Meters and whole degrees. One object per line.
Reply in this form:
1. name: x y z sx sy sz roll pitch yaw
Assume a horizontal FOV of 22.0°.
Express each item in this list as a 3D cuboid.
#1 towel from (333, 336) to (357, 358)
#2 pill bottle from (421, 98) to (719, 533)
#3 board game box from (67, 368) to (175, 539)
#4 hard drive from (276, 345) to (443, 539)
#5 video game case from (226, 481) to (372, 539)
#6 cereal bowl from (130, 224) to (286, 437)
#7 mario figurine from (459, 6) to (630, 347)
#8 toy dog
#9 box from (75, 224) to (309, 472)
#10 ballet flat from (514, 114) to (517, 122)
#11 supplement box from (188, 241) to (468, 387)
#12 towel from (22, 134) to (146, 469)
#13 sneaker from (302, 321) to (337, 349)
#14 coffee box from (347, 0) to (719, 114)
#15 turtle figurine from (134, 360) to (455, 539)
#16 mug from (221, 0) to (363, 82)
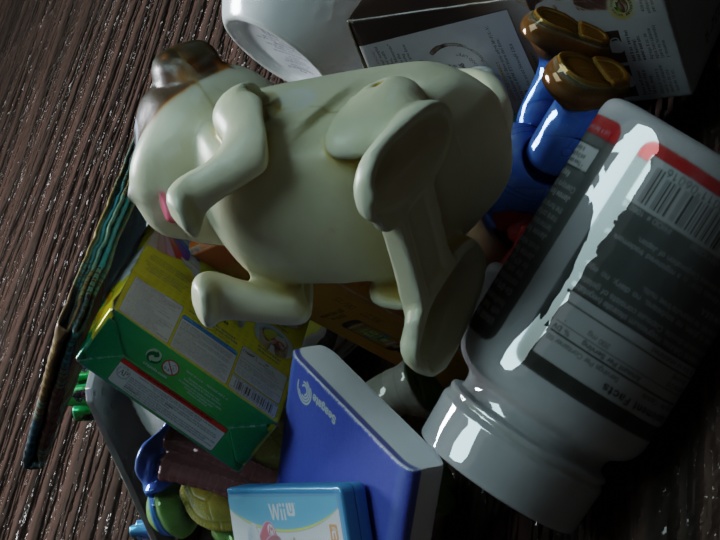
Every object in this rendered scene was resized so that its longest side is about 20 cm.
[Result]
1. towel: -0.025 0.000 1.387 0.200 0.032 0.192 -43 30 37
2. pill bottle: 0.123 0.025 0.955 0.201 0.113 0.114 -58 23 5
3. board game box: -0.168 0.084 1.410 0.026 0.201 0.201 -5 45 12
4. hard drive: -0.011 0.162 1.024 0.132 0.025 0.202 41 130 50
5. video game case: -0.023 0.217 1.013 0.143 0.018 0.203 -13 85 61
6. cereal bowl: -0.120 0.037 1.273 0.200 0.082 0.203 9 101 61
7. mario figurine: 0.069 -0.044 1.036 0.123 0.105 0.201 -41 -22 -59
8. toy dog: -0.034 -0.060 0.967 0.198 0.140 0.195 9 55 29
9. box: -0.091 0.025 1.111 0.048 0.117 0.200 -50 10 25
10. ballet flat: 0.074 -0.058 1.135 0.198 0.073 0.068 -20 24 11
11. supplement box: 0.000 0.000 1.123 0.066 0.199 0.069 -18 46 55
12. towel: -0.158 0.006 1.135 0.147 0.021 0.201 113 175 -48
13. sneaker: -0.067 0.018 1.320 0.076 0.076 0.201 -51 27 19
14. coffee box: 0.108 -0.156 1.103 0.198 0.080 0.113 -4 36 30
15. turtle figurine: -0.023 0.148 1.162 0.192 0.201 0.144 -24 15 24
16. mug: -0.032 -0.228 1.278 0.199 0.148 0.176 27 78 24
